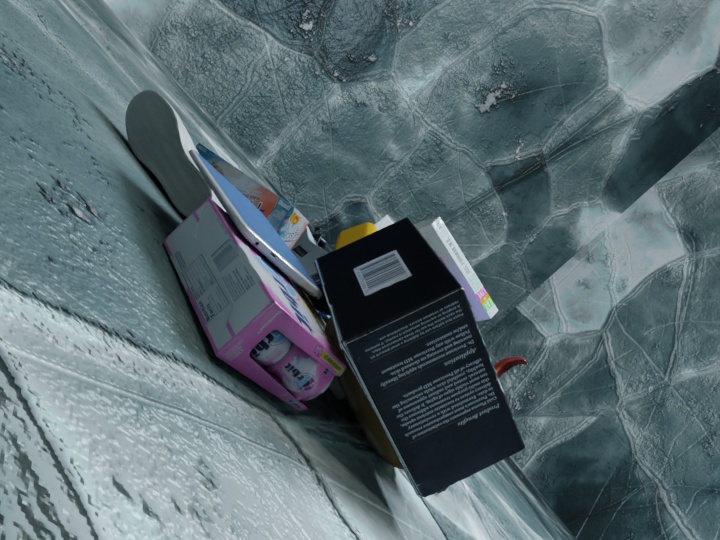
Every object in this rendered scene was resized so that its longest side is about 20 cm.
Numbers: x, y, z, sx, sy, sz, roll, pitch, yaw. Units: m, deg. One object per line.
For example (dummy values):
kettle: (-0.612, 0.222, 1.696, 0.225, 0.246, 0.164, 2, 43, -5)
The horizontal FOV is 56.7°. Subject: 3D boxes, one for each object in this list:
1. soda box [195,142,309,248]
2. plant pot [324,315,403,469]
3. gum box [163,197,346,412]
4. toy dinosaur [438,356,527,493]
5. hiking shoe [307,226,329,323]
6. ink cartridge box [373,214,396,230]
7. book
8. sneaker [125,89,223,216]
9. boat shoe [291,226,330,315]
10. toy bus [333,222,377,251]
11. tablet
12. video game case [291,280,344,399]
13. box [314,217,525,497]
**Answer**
soda box: (-0.173, -0.104, 0.974, 0.199, 0.064, 0.068, 34, -4, 23)
plant pot: (0.004, 0.144, 0.782, 0.201, 0.027, 0.200, 64, 1, -1)
gum box: (-0.099, 0.030, 0.618, 0.114, 0.066, 0.200, 46, 2, -42)
toy dinosaur: (0.122, 0.189, 0.903, 0.105, 0.201, 0.181, 33, 12, 17)
hiking shoe: (-0.057, 0.030, 1.065, 0.201, 0.086, 0.074, 59, 5, 14)
ink cartridge box: (0.003, 0.003, 1.216, 0.084, 0.146, 0.200, 48, -23, 7)
book: (0.149, 0.003, 1.199, 0.201, 0.048, 0.133, 56, -28, -12)
sneaker: (-0.235, -0.138, 0.889, 0.201, 0.073, 0.116, 60, 4, 16)
boat shoe: (-0.081, -0.002, 1.012, 0.200, 0.071, 0.091, 46, -16, 57)
toy bus: (0.000, 0.000, 0.921, 0.200, 0.065, 0.079, -81, 153, -71)
tablet: (-0.116, -0.053, 0.712, 0.130, 0.014, 0.200, 45, 2, -41)
video game case: (-0.077, 0.060, 0.876, 0.183, 0.023, 0.200, 56, 1, -12)
box: (0.054, 0.081, 0.692, 0.200, 0.123, 0.198, -115, -179, -65)
